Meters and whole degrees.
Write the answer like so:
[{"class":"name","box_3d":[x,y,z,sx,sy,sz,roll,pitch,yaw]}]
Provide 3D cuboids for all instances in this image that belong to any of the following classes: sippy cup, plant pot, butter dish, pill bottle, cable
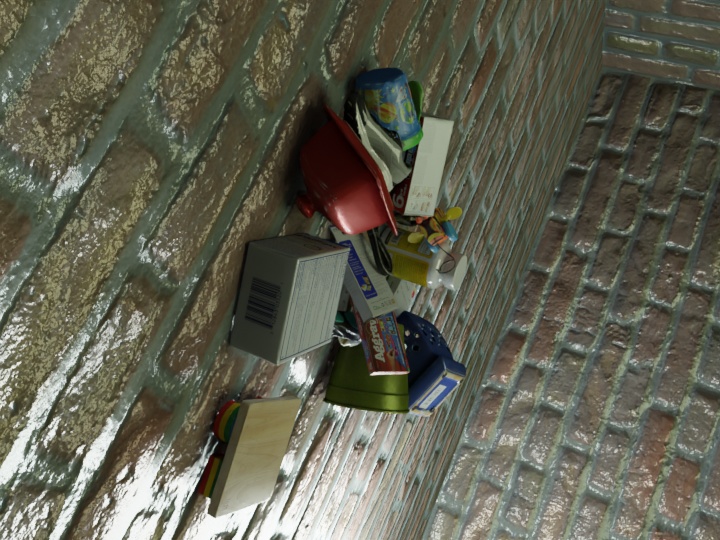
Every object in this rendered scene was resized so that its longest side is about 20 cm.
[{"class":"sippy cup","box_3d":[0.044,-0.305,1.374,0.179,0.137,0.132,-75,159,-56]},{"class":"plant pot","box_3d":[0.025,0.209,1.652,0.200,0.198,0.196,21,76,-68]},{"class":"plant pot","box_3d":[0.135,0.244,1.809,0.200,0.180,0.200,-47,150,8]},{"class":"butter dish","box_3d":[-0.043,-0.143,1.257,0.147,0.201,0.200,-31,151,-4]},{"class":"pill bottle","box_3d":[0.142,-0.024,1.706,0.113,0.198,0.114,-48,148,-43]},{"class":"cable","box_3d":[0.031,-0.094,1.487,0.097,0.050,0.203,23,48,-60]}]

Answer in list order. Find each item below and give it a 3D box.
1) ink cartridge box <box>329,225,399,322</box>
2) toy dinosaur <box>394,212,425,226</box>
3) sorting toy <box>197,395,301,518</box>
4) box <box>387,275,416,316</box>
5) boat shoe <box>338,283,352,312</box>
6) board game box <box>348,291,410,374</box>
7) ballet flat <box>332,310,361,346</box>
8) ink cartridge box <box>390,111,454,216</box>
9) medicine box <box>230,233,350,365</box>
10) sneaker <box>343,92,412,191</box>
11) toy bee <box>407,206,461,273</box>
[{"class":"ink cartridge box","box_3d":[0.000,0.000,1.467,0.094,0.037,0.202,-15,78,-52]},{"class":"toy dinosaur","box_3d":[0.111,-0.124,1.704,0.200,0.087,0.048,-3,100,-67]},{"class":"sorting toy","box_3d":[-0.206,0.318,1.314,0.200,0.069,0.202,19,89,-68]},{"class":"box","box_3d":[0.079,0.098,1.862,0.202,0.041,0.156,-62,157,-22]},{"class":"boat shoe","box_3d":[-0.018,0.033,1.542,0.202,0.069,0.071,-66,158,-12]},{"class":"board game box","box_3d":[0.035,0.111,1.473,0.102,0.019,0.203,6,61,-42]},{"class":"ballet flat","box_3d":[-0.041,0.115,1.472,0.198,0.073,0.074,18,91,-36]},{"class":"ink cartridge box","box_3d":[0.095,-0.236,1.549,0.083,0.175,0.203,0,109,-33]},{"class":"medicine box","box_3d":[-0.118,0.042,1.269,0.199,0.102,0.185,-16,121,-64]},{"class":"sneaker","box_3d":[0.030,-0.234,1.293,0.079,0.074,0.201,-31,129,-1]},{"class":"toy bee","box_3d":[0.167,-0.096,1.598,0.131,0.200,0.109,-40,113,1]}]
